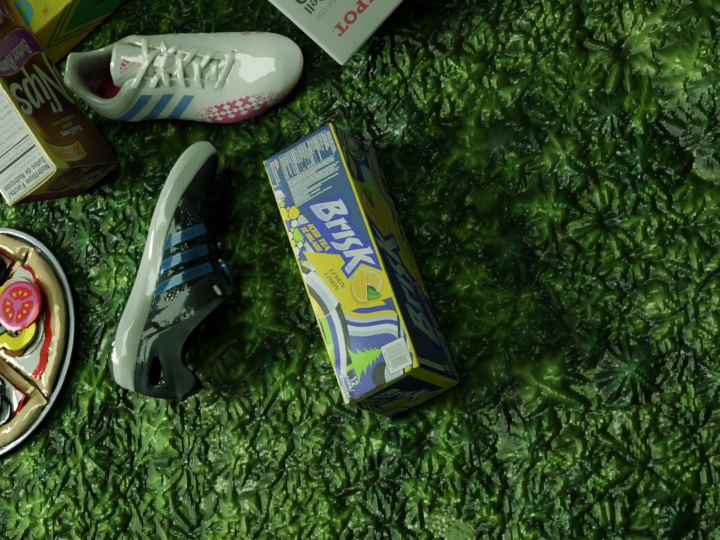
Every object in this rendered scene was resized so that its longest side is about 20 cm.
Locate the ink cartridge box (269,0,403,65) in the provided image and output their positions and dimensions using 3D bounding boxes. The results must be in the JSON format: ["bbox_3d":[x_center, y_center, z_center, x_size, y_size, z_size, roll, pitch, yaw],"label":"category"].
[{"bbox_3d":[-0.039,-0.273,1.136,0.145,0.200,0.088,-45,19,12],"label":"ink cartridge box"}]

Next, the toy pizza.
[{"bbox_3d":[-0.324,0.060,1.303,0.199,0.032,0.201,-8,74,27],"label":"toy pizza"}]

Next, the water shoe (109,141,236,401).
[{"bbox_3d":[-0.129,0.002,1.203,0.079,0.072,0.201,17,83,3],"label":"water shoe"}]

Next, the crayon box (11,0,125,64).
[{"bbox_3d":[-0.272,-0.256,1.346,0.200,0.051,0.127,-38,63,15],"label":"crayon box"}]

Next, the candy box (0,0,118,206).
[{"bbox_3d":[-0.289,-0.150,1.252,0.056,0.117,0.200,-34,87,17],"label":"candy box"}]

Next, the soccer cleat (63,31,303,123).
[{"bbox_3d":[-0.144,-0.154,1.228,0.199,0.086,0.070,-5,75,27],"label":"soccer cleat"}]

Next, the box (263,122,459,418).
[{"bbox_3d":[0.000,0.000,1.118,0.064,0.070,0.201,-28,65,21],"label":"box"}]
